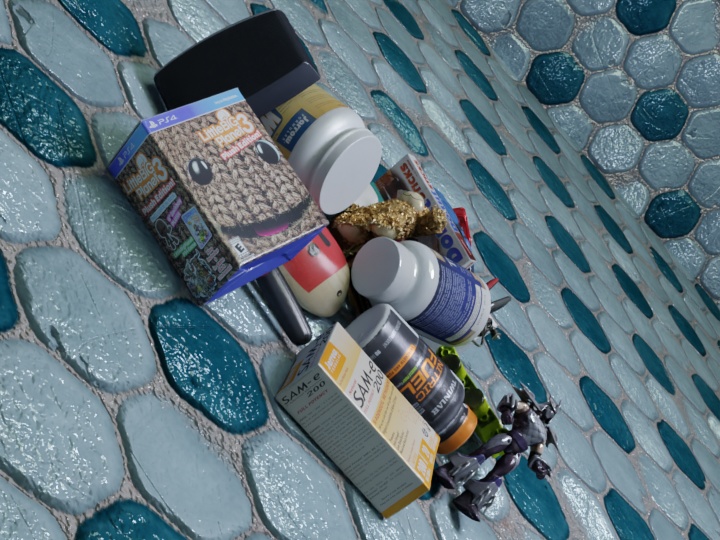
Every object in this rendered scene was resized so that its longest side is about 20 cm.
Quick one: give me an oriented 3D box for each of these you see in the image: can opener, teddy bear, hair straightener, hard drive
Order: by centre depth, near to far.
[{"bbox_3d":[-0.112,0.002,1.516,0.201,0.078,0.063,66,15,9],"label":"can opener"},{"bbox_3d":[-0.167,-0.257,1.613,0.135,0.199,0.042,62,0,25],"label":"hard drive"},{"bbox_3d":[0.043,-0.074,1.706,0.199,0.144,0.067,-9,94,-45],"label":"teddy bear"},{"bbox_3d":[0.189,0.067,1.824,0.077,0.041,0.200,54,21,3],"label":"hair straightener"}]

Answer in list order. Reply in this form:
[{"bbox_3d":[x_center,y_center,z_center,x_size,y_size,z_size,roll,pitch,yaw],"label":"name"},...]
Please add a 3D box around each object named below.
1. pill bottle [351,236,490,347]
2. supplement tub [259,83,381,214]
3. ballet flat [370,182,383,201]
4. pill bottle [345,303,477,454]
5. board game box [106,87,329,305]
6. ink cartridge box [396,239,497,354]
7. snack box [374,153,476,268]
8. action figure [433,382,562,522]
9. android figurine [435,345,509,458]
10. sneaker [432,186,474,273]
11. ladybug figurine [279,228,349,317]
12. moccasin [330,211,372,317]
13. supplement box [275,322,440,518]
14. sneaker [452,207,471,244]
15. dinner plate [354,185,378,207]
[{"bbox_3d":[0.080,0.025,1.660,0.200,0.111,0.111,27,33,-46],"label":"pill bottle"},{"bbox_3d":[-0.084,-0.181,1.667,0.200,0.145,0.144,37,14,24],"label":"supplement tub"},{"bbox_3d":[0.012,-0.084,1.891,0.066,0.067,0.200,14,17,0],"label":"ballet flat"},{"bbox_3d":[0.062,0.146,1.585,0.200,0.106,0.106,46,22,-16],"label":"pill bottle"},{"bbox_3d":[-0.163,-0.088,1.426,0.159,0.097,0.200,-29,82,-45],"label":"board game box"},{"bbox_3d":[0.104,0.032,1.878,0.201,0.085,0.147,58,22,11],"label":"ink cartridge box"},{"bbox_3d":[0.094,-0.073,1.812,0.024,0.072,0.201,14,42,-56],"label":"snack box"},{"bbox_3d":[0.195,0.235,1.613,0.130,0.200,0.069,55,-18,-12],"label":"action figure"},{"bbox_3d":[0.163,0.191,1.730,0.182,0.041,0.200,56,-1,33],"label":"android figurine"},{"bbox_3d":[0.134,-0.048,1.859,0.078,0.066,0.201,28,30,-50],"label":"sneaker"},{"bbox_3d":[-0.082,-0.032,1.611,0.200,0.072,0.136,51,22,-5],"label":"ladybug figurine"},{"bbox_3d":[-0.001,0.001,1.740,0.078,0.073,0.202,34,37,-56],"label":"moccasin"},{"bbox_3d":[0.001,0.175,1.458,0.200,0.073,0.126,48,21,-10],"label":"supplement box"},{"bbox_3d":[0.106,-0.094,2.035,0.200,0.115,0.079,43,23,-25],"label":"sneaker"},{"bbox_3d":[-0.060,-0.149,1.806,0.199,0.024,0.200,24,22,-10],"label":"dinner plate"}]
